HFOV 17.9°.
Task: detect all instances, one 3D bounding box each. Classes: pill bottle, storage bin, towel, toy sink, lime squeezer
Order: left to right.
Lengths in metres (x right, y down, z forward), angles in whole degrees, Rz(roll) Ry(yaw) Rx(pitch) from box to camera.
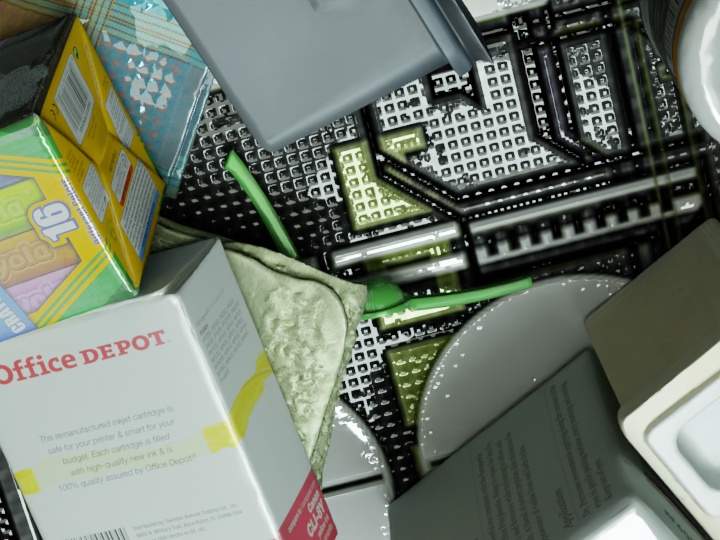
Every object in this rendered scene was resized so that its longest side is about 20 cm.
[{"bbox_3d":[-0.177,-0.132,1.298,0.199,0.022,0.147,17,109,-9],"label":"towel"},{"bbox_3d":[-0.083,0.072,1.354,0.147,0.037,0.201,17,117,7],"label":"towel"},{"bbox_3d":[-0.037,-0.164,1.222,0.134,0.146,0.200,-32,110,8],"label":"storage bin"},{"bbox_3d":[0.000,0.000,1.359,0.199,0.038,0.071,22,78,-10],"label":"lime squeezer"},{"bbox_3d":[0.217,0.080,1.306,0.112,0.200,0.130,-40,109,9],"label":"toy sink"},{"bbox_3d":[0.209,-0.141,1.218,0.116,0.200,0.117,-1,112,-2],"label":"pill bottle"}]

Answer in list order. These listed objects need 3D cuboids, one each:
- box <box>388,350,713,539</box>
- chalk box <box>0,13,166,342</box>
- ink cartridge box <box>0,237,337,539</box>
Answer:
[{"bbox_3d":[0.141,0.200,1.351,0.171,0.199,0.200,-38,109,12],"label":"box"},{"bbox_3d":[-0.227,-0.034,1.265,0.199,0.125,0.124,-19,120,16],"label":"chalk box"},{"bbox_3d":[-0.118,0.097,1.307,0.144,0.083,0.201,-14,110,22],"label":"ink cartridge box"}]
